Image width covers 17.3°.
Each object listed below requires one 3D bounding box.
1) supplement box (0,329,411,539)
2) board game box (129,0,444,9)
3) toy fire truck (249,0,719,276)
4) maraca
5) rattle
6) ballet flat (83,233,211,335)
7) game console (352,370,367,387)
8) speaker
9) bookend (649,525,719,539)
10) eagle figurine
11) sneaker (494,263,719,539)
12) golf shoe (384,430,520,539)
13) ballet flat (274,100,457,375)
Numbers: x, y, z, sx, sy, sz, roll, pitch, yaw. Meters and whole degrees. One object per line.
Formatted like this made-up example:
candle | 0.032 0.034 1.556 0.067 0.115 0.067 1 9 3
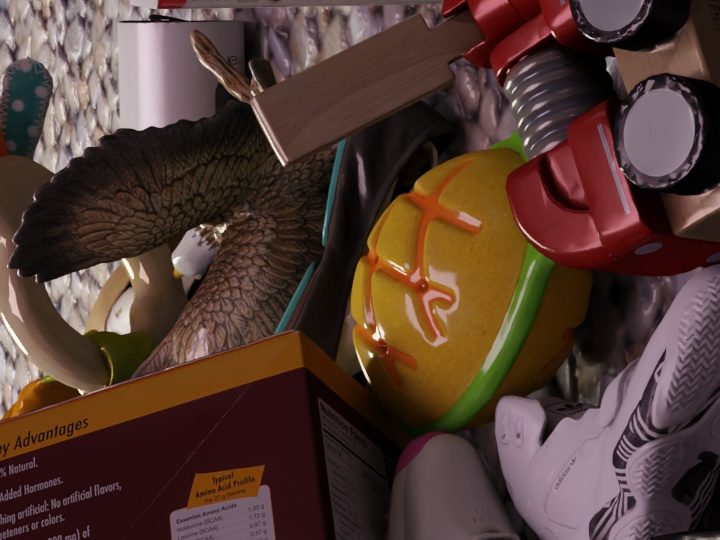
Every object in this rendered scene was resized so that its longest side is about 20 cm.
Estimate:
supplement box | -0.077 0.164 1.110 0.197 0.133 0.200 -18 60 18
board game box | -0.014 -0.190 1.130 0.035 0.200 0.127 18 110 59
toy fire truck | 0.071 -0.071 0.996 0.200 0.129 0.176 -32 65 39
maraca | 0.062 -0.005 1.112 0.200 0.107 0.137 -57 28 36
rattle | -0.197 -0.009 1.343 0.200 0.130 0.143 51 149 -11
ballet flat | -0.109 0.002 1.400 0.200 0.069 0.063 -58 4 7
game console | -0.065 0.142 1.309 0.200 0.118 0.171 -1 52 50
speaker | -0.110 -0.058 1.465 0.081 0.081 0.200 11 103 62
bookend | 0.164 0.182 0.946 0.200 0.092 0.199 -20 77 61
eagle figurine | -0.075 -0.023 1.281 0.152 0.200 0.151 19 129 17
sneaker | 0.117 0.065 1.042 0.115 0.075 0.200 47 138 44
golf shoe | 0.071 0.164 1.063 0.091 0.075 0.200 -26 73 41
ballet flat | 0.000 0.000 1.217 0.068 0.068 0.200 66 -138 -79
